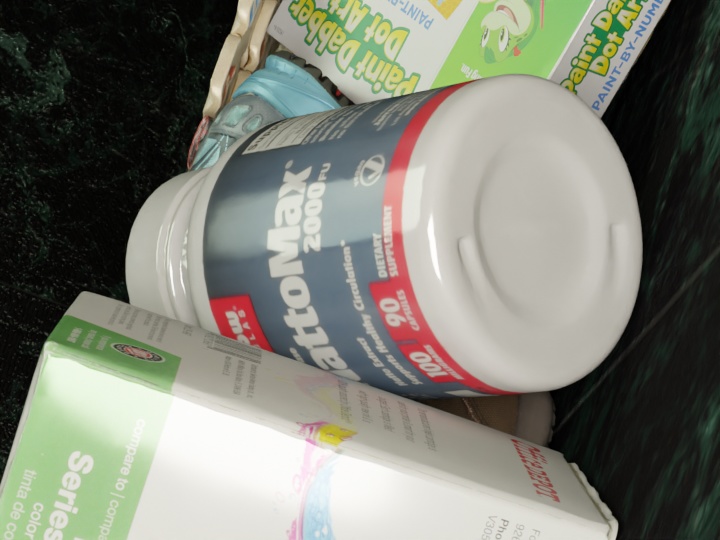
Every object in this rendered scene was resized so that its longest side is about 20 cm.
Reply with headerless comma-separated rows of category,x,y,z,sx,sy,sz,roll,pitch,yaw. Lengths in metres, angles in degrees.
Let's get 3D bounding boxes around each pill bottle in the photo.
pill bottle,0.001,-0.006,1.002,0.200,0.120,0.120,-8,55,48

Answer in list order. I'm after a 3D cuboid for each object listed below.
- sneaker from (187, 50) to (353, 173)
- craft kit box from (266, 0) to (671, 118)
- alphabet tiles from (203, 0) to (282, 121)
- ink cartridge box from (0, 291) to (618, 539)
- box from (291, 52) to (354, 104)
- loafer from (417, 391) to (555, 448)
sneaker,0.000,0.000,1.137,0.096,0.200,0.079,-42,-16,-1
craft kit box,0.063,-0.149,1.132,0.200,0.048,0.198,41,108,49
alphabet tiles,-0.053,-0.106,1.268,0.196,0.015,0.200,101,-172,-75
ink cartridge box,-0.022,0.084,0.890,0.145,0.199,0.088,-107,34,-84
box,0.046,-0.109,1.244,0.200,0.064,0.070,-27,22,25
loafer,0.020,0.130,1.028,0.073,0.071,0.200,116,173,-62
